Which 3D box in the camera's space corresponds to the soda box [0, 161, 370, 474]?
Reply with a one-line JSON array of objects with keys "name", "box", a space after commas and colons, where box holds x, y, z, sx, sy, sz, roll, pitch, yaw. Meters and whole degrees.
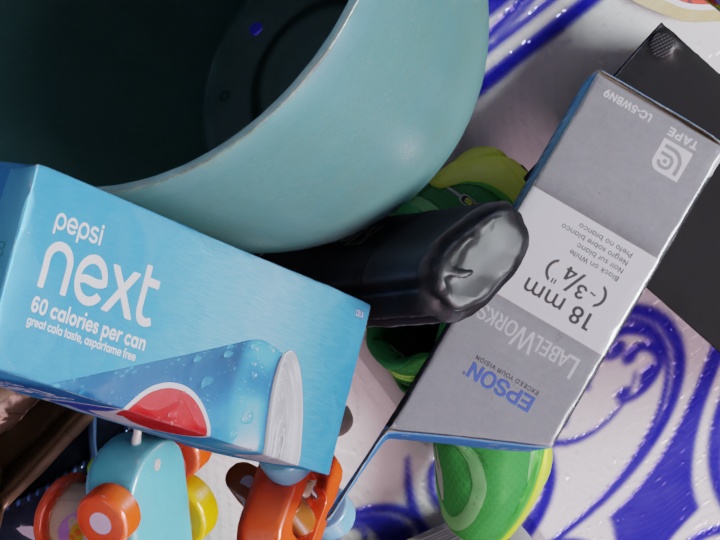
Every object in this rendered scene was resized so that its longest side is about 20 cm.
[{"name": "soda box", "box": [-0.080, 0.017, 0.932, 0.200, 0.064, 0.068, 23, 78, -54]}]

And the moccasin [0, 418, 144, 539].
[{"name": "moccasin", "box": [-0.096, 0.046, 1.155, 0.200, 0.080, 0.068, -39, 123, -34]}]

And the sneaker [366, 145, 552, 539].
[{"name": "sneaker", "box": [0.040, 0.038, 1.242, 0.083, 0.074, 0.200, -17, 121, -24]}]

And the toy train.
[{"name": "toy train", "box": [-0.069, 0.093, 1.093, 0.200, 0.055, 0.151, 53, 50, -56]}]

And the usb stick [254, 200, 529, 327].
[{"name": "usb stick", "box": [0.000, 0.000, 1.058, 0.055, 0.200, 0.033, -46, 107, -21]}]

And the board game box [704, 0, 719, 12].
[{"name": "board game box", "box": [0.125, -0.201, 1.065, 0.105, 0.103, 0.200, -43, 123, 3]}]

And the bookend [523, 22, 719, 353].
[{"name": "bookend", "box": [0.183, -0.016, 1.259, 0.200, 0.199, 0.092, 42, 98, 0]}]

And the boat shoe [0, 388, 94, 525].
[{"name": "boat shoe", "box": [-0.173, 0.084, 1.048, 0.200, 0.065, 0.071, -47, 134, 7]}]

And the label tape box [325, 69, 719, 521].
[{"name": "label tape box", "box": [0.064, 0.028, 1.086, 0.200, 0.063, 0.144, -59, 177, -3]}]

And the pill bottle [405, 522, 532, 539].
[{"name": "pill bottle", "box": [-0.001, 0.202, 1.305, 0.200, 0.114, 0.115, -22, 132, -17]}]

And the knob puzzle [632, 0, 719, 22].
[{"name": "knob puzzle", "box": [0.181, -0.185, 1.192, 0.219, 0.030, 0.220, -17, 130, -22]}]

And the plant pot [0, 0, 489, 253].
[{"name": "plant pot", "box": [-0.043, -0.098, 1.007, 0.201, 0.201, 0.161, -47, 148, 6]}]
